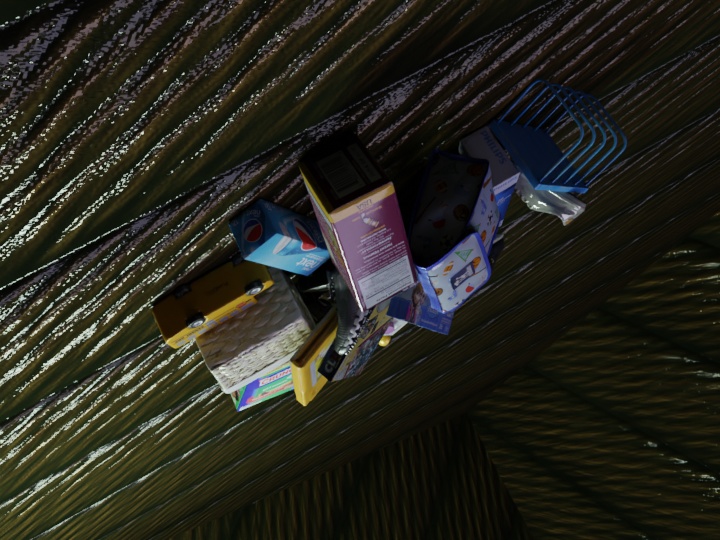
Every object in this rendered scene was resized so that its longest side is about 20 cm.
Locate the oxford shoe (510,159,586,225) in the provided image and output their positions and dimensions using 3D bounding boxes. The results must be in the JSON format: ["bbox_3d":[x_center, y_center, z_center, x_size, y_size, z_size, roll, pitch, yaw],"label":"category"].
[{"bbox_3d":[0.296,-0.142,1.484,0.059,0.198,0.075,-60,173,17],"label":"oxford shoe"}]

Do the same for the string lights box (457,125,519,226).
[{"bbox_3d":[0.211,-0.149,1.474,0.058,0.104,0.201,-28,160,-10],"label":"string lights box"}]

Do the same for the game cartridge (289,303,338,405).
[{"bbox_3d":[-0.056,0.138,1.508,0.177,0.032,0.201,-50,162,-22],"label":"game cartridge"}]

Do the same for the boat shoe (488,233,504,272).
[{"bbox_3d":[0.199,-0.012,1.493,0.073,0.064,0.200,-15,-167,39],"label":"boat shoe"}]

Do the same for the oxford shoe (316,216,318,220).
[{"bbox_3d":[-0.013,-0.078,1.383,0.072,0.073,0.198,-30,161,33],"label":"oxford shoe"}]

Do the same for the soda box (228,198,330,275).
[{"bbox_3d":[-0.116,-0.048,1.313,0.067,0.065,0.199,-35,161,16],"label":"soda box"}]

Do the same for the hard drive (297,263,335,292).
[{"bbox_3d":[0.000,0.000,1.534,0.197,0.039,0.138,-16,173,37],"label":"hard drive"}]

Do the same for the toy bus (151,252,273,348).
[{"bbox_3d":[-0.234,0.046,1.370,0.197,0.066,0.078,-30,161,-2],"label":"toy bus"}]

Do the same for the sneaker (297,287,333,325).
[{"bbox_3d":[-0.094,0.071,1.618,0.075,0.086,0.200,-13,-178,10],"label":"sneaker"}]

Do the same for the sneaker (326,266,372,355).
[{"bbox_3d":[-0.020,0.036,1.395,0.066,0.089,0.204,-36,145,-73],"label":"sneaker"}]

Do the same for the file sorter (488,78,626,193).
[{"bbox_3d":[0.337,-0.224,1.421,0.123,0.140,0.198,-44,156,30],"label":"file sorter"}]

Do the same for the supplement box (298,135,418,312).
[{"bbox_3d":[-0.001,-0.065,1.228,0.101,0.132,0.202,-26,135,-8],"label":"supplement box"}]

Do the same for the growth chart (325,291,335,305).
[{"bbox_3d":[0.001,0.034,1.636,0.142,0.018,0.200,-22,-171,-6],"label":"growth chart"}]

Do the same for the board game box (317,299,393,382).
[{"bbox_3d":[0.012,0.098,1.502,0.203,0.034,0.135,-59,160,11],"label":"board game box"}]

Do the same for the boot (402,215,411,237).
[{"bbox_3d":[0.074,-0.057,1.540,0.197,0.074,0.076,-15,147,-43],"label":"boot"}]

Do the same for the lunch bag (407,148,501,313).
[{"bbox_3d":[0.145,-0.053,1.334,0.204,0.121,0.171,-67,155,-21],"label":"lunch bag"}]

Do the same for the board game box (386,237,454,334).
[{"bbox_3d":[0.130,0.001,1.513,0.199,0.043,0.204,20,84,-61],"label":"board game box"}]

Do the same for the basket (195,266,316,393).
[{"bbox_3d":[-0.187,0.096,1.457,0.197,0.137,0.124,-30,159,-3],"label":"basket"}]

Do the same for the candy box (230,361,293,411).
[{"bbox_3d":[-0.188,0.206,1.816,0.166,0.078,0.201,-20,157,-25],"label":"candy box"}]

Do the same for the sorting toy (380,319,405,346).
[{"bbox_3d":[0.011,0.084,1.779,0.178,0.109,0.200,4,142,-46],"label":"sorting toy"}]
